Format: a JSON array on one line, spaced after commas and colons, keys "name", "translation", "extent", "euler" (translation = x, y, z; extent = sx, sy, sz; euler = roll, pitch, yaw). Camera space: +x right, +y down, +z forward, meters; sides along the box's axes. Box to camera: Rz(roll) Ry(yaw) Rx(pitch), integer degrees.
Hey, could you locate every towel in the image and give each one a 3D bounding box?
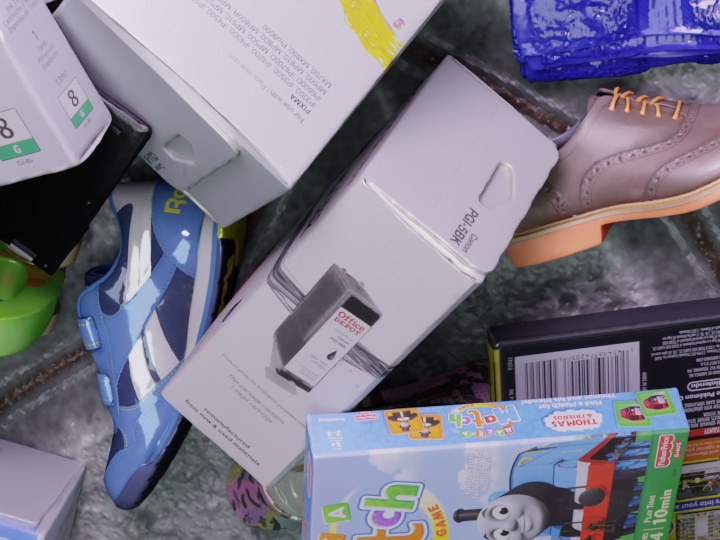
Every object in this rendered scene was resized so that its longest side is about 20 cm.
[{"name": "towel", "translation": [0.173, -0.175, 1.287], "extent": [0.198, 0.050, 0.149], "euler": [-4, 110, 10]}]

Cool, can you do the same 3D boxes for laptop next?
[{"name": "laptop", "translation": [-0.205, -0.100, 1.301], "extent": [0.187, 0.116, 0.200], "euler": [36, 134, -5]}]

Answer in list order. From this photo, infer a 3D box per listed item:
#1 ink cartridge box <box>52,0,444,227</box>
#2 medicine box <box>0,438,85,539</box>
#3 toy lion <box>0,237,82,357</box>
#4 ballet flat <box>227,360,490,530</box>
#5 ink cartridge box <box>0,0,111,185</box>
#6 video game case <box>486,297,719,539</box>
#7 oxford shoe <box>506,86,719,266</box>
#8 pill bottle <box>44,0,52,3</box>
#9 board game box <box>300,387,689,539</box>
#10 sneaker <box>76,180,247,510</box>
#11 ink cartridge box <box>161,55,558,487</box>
[{"name": "ink cartridge box", "translation": [-0.046, -0.147, 1.233], "extent": [0.144, 0.145, 0.200], "euler": [41, 73, -8]}, {"name": "medicine box", "translation": [-0.280, 0.196, 1.466], "extent": [0.181, 0.103, 0.202], "euler": [15, 111, 3]}, {"name": "toy lion", "translation": [-0.270, -0.002, 1.343], "extent": [0.199, 0.192, 0.069], "euler": [22, 112, 0]}, {"name": "ballet flat", "translation": [0.006, 0.106, 1.405], "extent": [0.199, 0.071, 0.070], "euler": [-19, 100, 15]}, {"name": "ink cartridge box", "translation": [-0.235, -0.126, 1.184], "extent": [0.160, 0.050, 0.201], "euler": [-11, 123, 33]}, {"name": "video game case", "translation": [0.172, 0.105, 1.370], "extent": [0.198, 0.026, 0.182], "euler": [-7, 114, -7]}, {"name": "oxford shoe", "translation": [0.158, -0.068, 1.319], "extent": [0.199, 0.071, 0.073], "euler": [-22, 101, 16]}, {"name": "pill bottle", "translation": [-0.231, -0.213, 1.264], "extent": [0.199, 0.116, 0.117], "euler": [25, 115, 28]}, {"name": "board game box", "translation": [0.068, 0.133, 1.308], "extent": [0.198, 0.037, 0.152], "euler": [-3, 133, -7]}, {"name": "sneaker", "translation": [-0.124, 0.039, 1.403], "extent": [0.082, 0.074, 0.202], "euler": [16, 104, 4]}, {"name": "ink cartridge box", "translation": [0.000, 0.000, 1.300], "extent": [0.083, 0.147, 0.200], "euler": [40, 127, -5]}]
